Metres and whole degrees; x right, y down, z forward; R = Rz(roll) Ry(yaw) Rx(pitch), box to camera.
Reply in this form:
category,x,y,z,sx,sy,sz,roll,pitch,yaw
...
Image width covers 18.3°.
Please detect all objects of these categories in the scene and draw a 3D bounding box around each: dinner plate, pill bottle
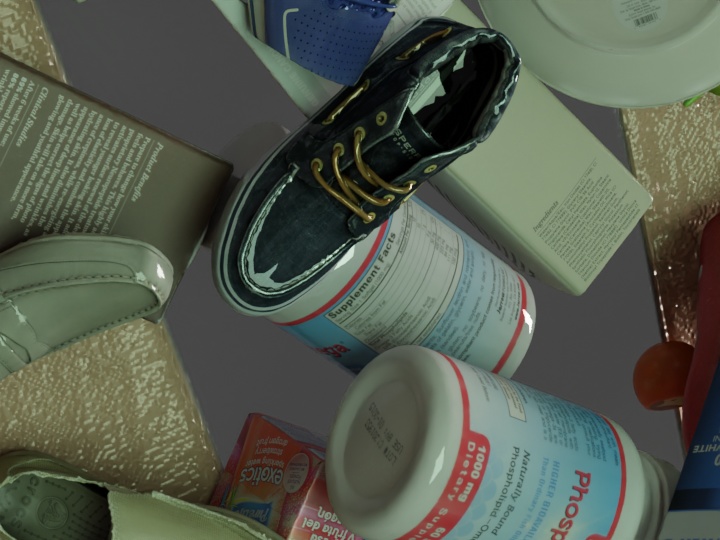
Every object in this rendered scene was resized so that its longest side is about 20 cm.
category,x,y,z,sx,sy,sz,roll,pitch,yaw
dinner plate,0.159,-0.195,1.314,0.200,0.024,0.201,2,99,15
pill bottle,0.000,0.000,1.305,0.200,0.109,0.109,35,86,-31
pill bottle,0.088,0.121,1.268,0.200,0.109,0.109,21,93,-32

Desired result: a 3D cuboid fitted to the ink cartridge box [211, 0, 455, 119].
category,x,y,z,sx,sy,sz,roll,pitch,yaw
ink cartridge box,-0.021,-0.202,1.198,0.174,0.044,0.200,-45,127,-6

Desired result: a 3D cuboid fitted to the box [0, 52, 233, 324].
category,x,y,z,sx,sy,sz,roll,pitch,yaw
box,-0.180,-0.057,1.213,0.200,0.075,0.100,26,90,-29

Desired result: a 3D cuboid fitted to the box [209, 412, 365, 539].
category,x,y,z,sx,sy,sz,roll,pitch,yaw
box,0.014,0.169,1.363,0.200,0.103,0.095,23,93,-32

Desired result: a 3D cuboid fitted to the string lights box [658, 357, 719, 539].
category,x,y,z,sx,sy,sz,roll,pitch,yaw
string lights box,0.245,0.107,1.296,0.103,0.059,0.200,45,55,-34

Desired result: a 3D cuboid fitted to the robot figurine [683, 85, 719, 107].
category,x,y,z,sx,sy,sz,roll,pitch,yaw
robot figurine,0.250,-0.195,1.381,0.175,0.116,0.200,4,102,-16

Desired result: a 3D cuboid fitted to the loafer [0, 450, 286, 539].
category,x,y,z,sx,sy,sz,roll,pitch,yaw
loafer,-0.126,0.158,1.249,0.200,0.068,0.076,17,93,5

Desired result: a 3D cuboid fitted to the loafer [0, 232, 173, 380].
category,x,y,z,sx,sy,sz,roll,pitch,yaw
loafer,-0.191,0.031,1.176,0.200,0.070,0.070,-15,143,19

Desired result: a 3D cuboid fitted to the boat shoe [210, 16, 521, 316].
category,x,y,z,sx,sy,sz,roll,pitch,yaw
boat shoe,0.000,-0.056,1.184,0.071,0.091,0.200,42,83,-17

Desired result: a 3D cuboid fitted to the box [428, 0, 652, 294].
category,x,y,z,sx,sy,sz,roll,pitch,yaw
box,0.078,-0.077,1.340,0.200,0.068,0.082,43,82,-30

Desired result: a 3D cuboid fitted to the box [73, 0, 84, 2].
category,x,y,z,sx,sy,sz,roll,pitch,yaw
box,-0.093,-0.224,1.217,0.200,0.068,0.082,-27,116,-20

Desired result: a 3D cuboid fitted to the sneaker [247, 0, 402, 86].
category,x,y,z,sx,sy,sz,roll,pitch,yaw
sneaker,0.017,-0.187,1.130,0.080,0.115,0.200,13,103,-35

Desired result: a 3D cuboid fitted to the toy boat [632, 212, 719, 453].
category,x,y,z,sx,sy,sz,roll,pitch,yaw
toy boat,0.235,0.062,1.445,0.131,0.131,0.200,45,39,-33
